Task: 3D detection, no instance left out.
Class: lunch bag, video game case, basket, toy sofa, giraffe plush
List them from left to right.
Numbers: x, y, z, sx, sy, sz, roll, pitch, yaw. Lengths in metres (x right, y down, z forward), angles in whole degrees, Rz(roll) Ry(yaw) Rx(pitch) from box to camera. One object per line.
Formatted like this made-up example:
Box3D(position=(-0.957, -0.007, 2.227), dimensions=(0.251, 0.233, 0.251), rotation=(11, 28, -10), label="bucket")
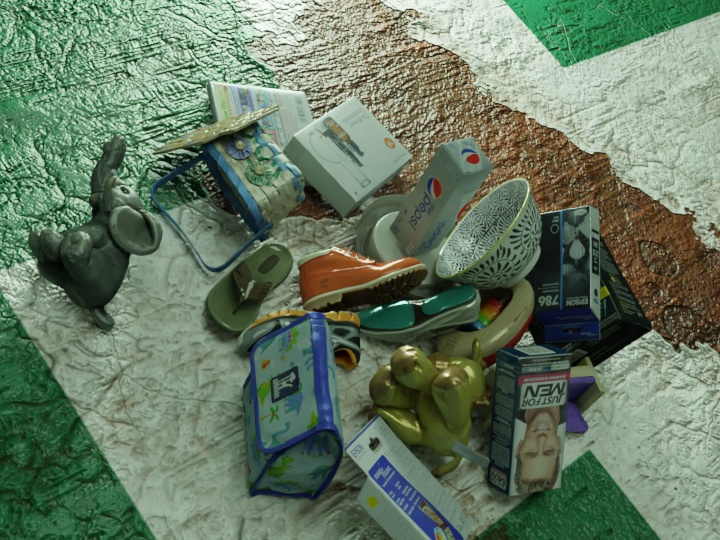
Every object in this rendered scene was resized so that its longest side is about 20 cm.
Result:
Box3D(position=(-0.196, -0.117, 1.602), dimensions=(0.199, 0.139, 0.177), rotation=(-40, 74, -8), label="basket")
Box3D(position=(-0.156, -0.227, 1.778), dimensions=(0.179, 0.022, 0.203), rotation=(2, 55, -27), label="video game case")
Box3D(position=(-0.081, 0.177, 1.377), dimensions=(0.125, 0.201, 0.173), rotation=(8, 52, -22), label="lunch bag")
Box3D(position=(0.123, 0.175, 1.530), dimensions=(0.199, 0.173, 0.162), rotation=(40, 36, 0), label="giraffe plush")
Box3D(position=(0.278, 0.201, 1.630), dimensions=(0.197, 0.083, 0.099), rotation=(-2, 55, -29), label="toy sofa")

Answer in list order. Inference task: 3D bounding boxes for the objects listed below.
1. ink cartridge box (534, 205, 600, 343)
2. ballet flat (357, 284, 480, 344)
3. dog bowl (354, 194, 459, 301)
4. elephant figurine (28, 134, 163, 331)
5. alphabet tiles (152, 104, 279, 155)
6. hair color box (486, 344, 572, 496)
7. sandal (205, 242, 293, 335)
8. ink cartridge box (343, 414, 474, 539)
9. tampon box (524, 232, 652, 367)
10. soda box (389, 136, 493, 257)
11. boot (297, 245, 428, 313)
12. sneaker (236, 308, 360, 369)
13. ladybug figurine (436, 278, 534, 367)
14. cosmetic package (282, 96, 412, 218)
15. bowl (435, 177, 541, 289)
Box3D(position=(0.320, 0.007, 1.644), dimensions=(0.039, 0.098, 0.204), rotation=(16, 71, -51), label="ink cartridge box")
Box3D(position=(0.090, 0.078, 1.618), dimensions=(0.196, 0.070, 0.070), rotation=(-15, 54, 7), label="ballet flat")
Box3D(position=(0.078, -0.025, 1.719), dimensions=(0.196, 0.059, 0.203), rotation=(14, 50, -17), label="dog bowl")
Box3D(position=(-0.342, -0.056, 1.461), dimensions=(0.140, 0.157, 0.200), rotation=(25, 52, 24), label="elephant figurine")
Box3D(position=(-0.222, -0.216, 1.631), dimensions=(0.166, 0.198, 0.006), rotation=(-34, 110, -42), label="alphabet tiles")
Box3D(position=(0.243, 0.214, 1.533), dimensions=(0.098, 0.204, 0.060), rotation=(-2, 11, -28), label="hair color box")
Box3D(position=(-0.161, 0.015, 1.560), dimensions=(0.079, 0.058, 0.202), rotation=(34, 46, 0), label="sandal")
Box3D(position=(0.058, 0.294, 1.390), dimensions=(0.200, 0.047, 0.197), rotation=(44, 13, 7), label="ink cartridge box")
Box3D(position=(0.345, 0.041, 1.722), dimensions=(0.125, 0.149, 0.202), rotation=(17, 43, -51), label="tampon box")
Box3D(position=(0.122, -0.110, 1.630), dimensions=(0.068, 0.201, 0.064), rotation=(-18, 63, -38), label="soda box")
Box3D(position=(0.000, 0.000, 1.602), dimensions=(0.196, 0.075, 0.109), rotation=(-14, 62, -5), label="boot")
Box3D(position=(-0.081, 0.104, 1.523), dimensions=(0.196, 0.078, 0.079), rotation=(-1, 64, -27), label="sneaker")
Box3D(position=(0.198, 0.090, 1.656), dimensions=(0.200, 0.135, 0.073), rotation=(-42, 121, -26), label="ladybug figurine")
Box3D(position=(-0.019, -0.194, 1.785), dimensions=(0.151, 0.052, 0.200), rotation=(47, 42, 1), label="cosmetic package")
Box3D(position=(0.217, -0.036, 1.645), dimensions=(0.094, 0.200, 0.202), rotation=(41, 45, -15), label="bowl")
